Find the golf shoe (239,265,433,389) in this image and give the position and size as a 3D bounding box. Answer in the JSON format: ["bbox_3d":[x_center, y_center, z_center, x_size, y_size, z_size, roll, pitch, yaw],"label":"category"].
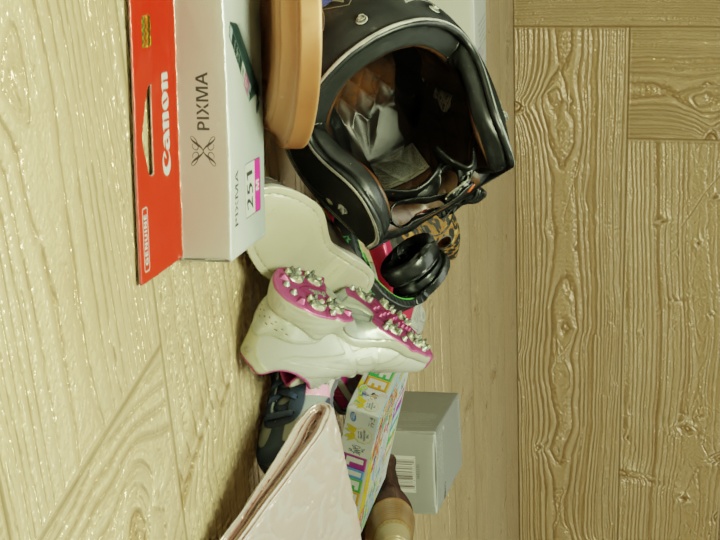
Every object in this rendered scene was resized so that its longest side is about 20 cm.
[{"bbox_3d":[-0.021,0.060,1.250,0.199,0.075,0.092,22,111,-44],"label":"golf shoe"}]

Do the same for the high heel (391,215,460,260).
[{"bbox_3d":[0.076,-0.019,1.848,0.200,0.071,0.144,47,38,-51],"label":"high heel"}]

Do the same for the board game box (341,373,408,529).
[{"bbox_3d":[0.007,0.176,1.514,0.135,0.034,0.202,-62,166,-52],"label":"board game box"}]

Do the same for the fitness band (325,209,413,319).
[{"bbox_3d":[0.000,0.000,1.466,0.145,0.037,0.200,59,21,-17],"label":"fitness band"}]

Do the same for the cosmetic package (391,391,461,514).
[{"bbox_3d":[0.073,0.225,1.872,0.200,0.089,0.108,-37,126,-71],"label":"cosmetic package"}]

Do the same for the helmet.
[{"bbox_3d":[0.020,-0.134,1.237,0.192,0.199,0.200,60,13,1],"label":"helmet"}]

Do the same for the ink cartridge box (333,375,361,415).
[{"bbox_3d":[-0.022,0.076,1.506,0.200,0.037,0.096,59,35,-66],"label":"ink cartridge box"}]

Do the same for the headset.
[{"bbox_3d":[0.050,-0.036,1.445,0.200,0.093,0.125,-33,98,-57],"label":"headset"}]

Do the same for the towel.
[{"bbox_3d":[-0.061,0.238,1.205,0.191,0.032,0.202,-51,146,-37],"label":"towel"}]

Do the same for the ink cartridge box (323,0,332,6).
[{"bbox_3d":[-0.006,-0.185,1.425,0.200,0.075,0.138,72,23,-64],"label":"ink cartridge box"}]

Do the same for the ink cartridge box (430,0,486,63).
[{"bbox_3d":[0.123,-0.306,2.018,0.146,0.086,0.203,-62,153,-66],"label":"ink cartridge box"}]

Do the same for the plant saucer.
[{"bbox_3d":[-0.062,-0.191,1.108,0.200,0.032,0.203,176,-90,-78],"label":"plant saucer"}]

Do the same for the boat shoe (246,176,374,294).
[{"bbox_3d":[-0.055,-0.029,1.236,0.060,0.072,0.200,50,5,34],"label":"boat shoe"}]

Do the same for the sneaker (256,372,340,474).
[{"bbox_3d":[-0.059,0.086,1.289,0.082,0.070,0.201,55,33,-30],"label":"sneaker"}]

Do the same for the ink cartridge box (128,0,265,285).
[{"bbox_3d":[-0.108,-0.104,1.023,0.174,0.043,0.203,-51,142,-73],"label":"ink cartridge box"}]

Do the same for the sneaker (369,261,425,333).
[{"bbox_3d":[0.035,0.061,1.683,0.201,0.077,0.100,69,29,-60],"label":"sneaker"}]

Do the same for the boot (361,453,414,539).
[{"bbox_3d":[0.016,0.324,1.648,0.167,0.071,0.202,-98,-157,-67],"label":"boot"}]
